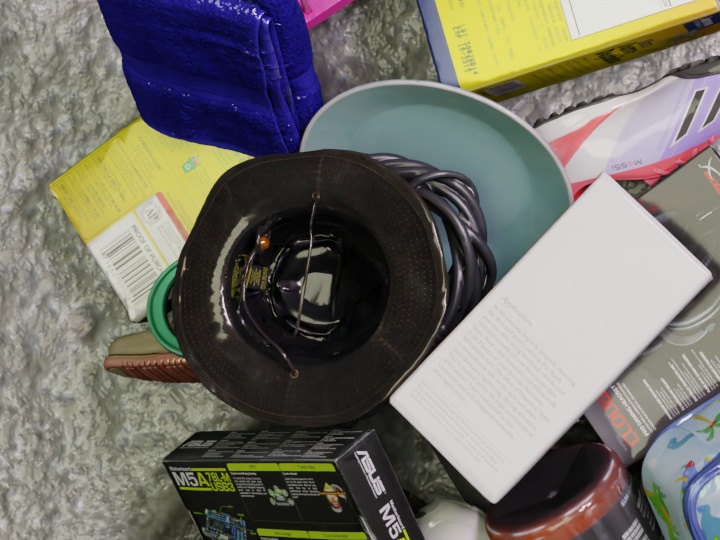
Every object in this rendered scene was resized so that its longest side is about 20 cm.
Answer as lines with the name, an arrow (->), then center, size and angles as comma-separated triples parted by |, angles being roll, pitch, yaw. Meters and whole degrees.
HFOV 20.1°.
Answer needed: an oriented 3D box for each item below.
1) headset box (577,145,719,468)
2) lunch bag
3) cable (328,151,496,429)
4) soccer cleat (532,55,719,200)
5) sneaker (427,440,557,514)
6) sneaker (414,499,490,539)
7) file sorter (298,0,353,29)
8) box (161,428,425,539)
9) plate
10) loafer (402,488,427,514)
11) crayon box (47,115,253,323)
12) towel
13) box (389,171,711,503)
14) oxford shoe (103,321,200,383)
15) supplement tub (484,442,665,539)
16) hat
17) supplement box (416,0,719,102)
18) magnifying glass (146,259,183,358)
headset box -> 0.207, 0.032, 1.419 | 0.200, 0.077, 0.149 | -36, 83, 10
lunch bag -> 0.296, 0.142, 1.345 | 0.199, 0.082, 0.161 | -31, 117, -13
cable -> 0.000, 0.000, 1.413 | 0.200, 0.051, 0.163 | -46, 75, 12
soccer cleat -> 0.218, -0.101, 1.422 | 0.199, 0.068, 0.074 | -19, 87, 17
sneaker -> 0.079, 0.085, 1.452 | 0.083, 0.072, 0.200 | -36, 91, 22
sneaker -> 0.097, 0.245, 1.405 | 0.074, 0.087, 0.201 | -31, 108, -1
file sorter -> -0.039, -0.273, 1.413 | 0.199, 0.126, 0.139 | -34, 69, -6
box -> -0.029, 0.201, 1.411 | 0.199, 0.047, 0.194 | -7, 111, 50
plate -> 0.054, -0.064, 1.427 | 0.199, 0.201, 0.026 | 10, 49, 14
loafer -> 0.032, 0.196, 1.471 | 0.076, 0.067, 0.200 | -42, 97, 2
crayon box -> -0.116, -0.067, 1.511 | 0.199, 0.051, 0.127 | -34, 83, 12
towel -> -0.103, -0.144, 1.383 | 0.147, 0.200, 0.050 | 10, 64, 11
box -> 0.127, 0.043, 1.328 | 0.097, 0.124, 0.200 | 44, 96, 7
oxford shoe -> -0.095, 0.038, 1.505 | 0.199, 0.071, 0.074 | -10, 75, 7
supplement tub -> 0.174, 0.225, 1.395 | 0.107, 0.107, 0.201 | -27, 107, 12
hat -> -0.022, 0.015, 1.353 | 0.199, 0.081, 0.202 | -4, 81, 25
supplement box -> 0.145, -0.195, 1.416 | 0.199, 0.109, 0.110 | -16, 87, 14
magnifying glass -> -0.057, 0.010, 1.459 | 0.199, 0.022, 0.080 | -16, 72, 4
